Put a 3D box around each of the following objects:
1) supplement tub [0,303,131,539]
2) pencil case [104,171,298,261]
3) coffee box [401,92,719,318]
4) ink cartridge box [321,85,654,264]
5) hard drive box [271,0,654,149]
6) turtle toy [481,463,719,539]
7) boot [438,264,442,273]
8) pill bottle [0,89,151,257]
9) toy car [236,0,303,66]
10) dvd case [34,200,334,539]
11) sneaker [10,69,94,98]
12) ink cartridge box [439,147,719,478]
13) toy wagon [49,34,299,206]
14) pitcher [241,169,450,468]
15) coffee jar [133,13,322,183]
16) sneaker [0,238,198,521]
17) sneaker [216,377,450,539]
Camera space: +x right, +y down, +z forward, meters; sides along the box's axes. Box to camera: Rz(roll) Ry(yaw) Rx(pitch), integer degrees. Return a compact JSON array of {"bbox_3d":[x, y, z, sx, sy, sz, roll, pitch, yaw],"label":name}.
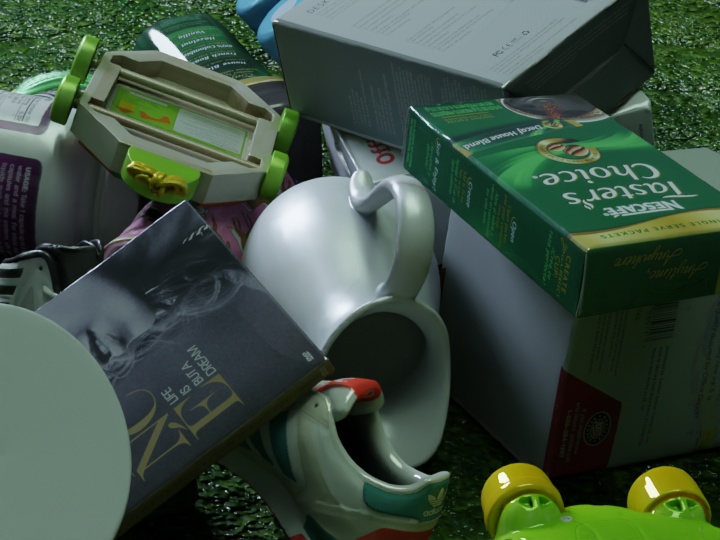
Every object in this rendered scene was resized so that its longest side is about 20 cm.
[{"bbox_3d":[-0.204,0.095,0.846,0.140,0.141,0.200,-17,-2,-42],"label":"supplement tub"},{"bbox_3d":[-0.104,-0.013,1.278,0.086,0.083,0.200,14,24,13],"label":"pencil case"},{"bbox_3d":[0.122,-0.043,1.102,0.123,0.044,0.200,-7,29,-25],"label":"coffee box"},{"bbox_3d":[0.085,-0.086,1.347,0.200,0.084,0.145,-16,33,-7],"label":"ink cartridge box"},{"bbox_3d":[0.069,-0.148,1.297,0.200,0.077,0.156,22,46,38],"label":"hard drive box"},{"bbox_3d":[0.142,0.168,0.924,0.200,0.101,0.146,3,25,-11],"label":"turtle toy"},{"bbox_3d":[0.085,-0.041,1.415,0.075,0.074,0.200,8,26,17],"label":"boot"},{"bbox_3d":[-0.238,-0.065,1.318,0.200,0.112,0.112,10,24,4],"label":"pill bottle"},{"bbox_3d":[0.044,-0.190,1.478,0.184,0.200,0.177,45,5,-24],"label":"toy car"},{"bbox_3d":[-0.132,0.065,1.010,0.200,0.016,0.149,-38,51,-8],"label":"dvd case"},{"bbox_3d":[-0.252,-0.093,1.440,0.200,0.078,0.085,-6,33,-8],"label":"sneaker"},{"bbox_3d":[0.168,0.020,1.206,0.200,0.146,0.145,-6,27,-28],"label":"ink cartridge box"},{"bbox_3d":[-0.123,-0.088,1.266,0.155,0.040,0.200,20,28,-6],"label":"toy wagon"},{"bbox_3d":[0.000,0.000,1.169,0.121,0.172,0.200,7,24,-16],"label":"pitcher"},{"bbox_3d":[-0.101,-0.116,1.477,0.085,0.104,0.200,-15,31,-22],"label":"coffee jar"},{"bbox_3d":[-0.156,0.051,1.080,0.076,0.116,0.200,-12,31,-37],"label":"sneaker"},{"bbox_3d":[-0.033,0.075,1.022,0.200,0.093,0.070,43,29,19],"label":"sneaker"}]
